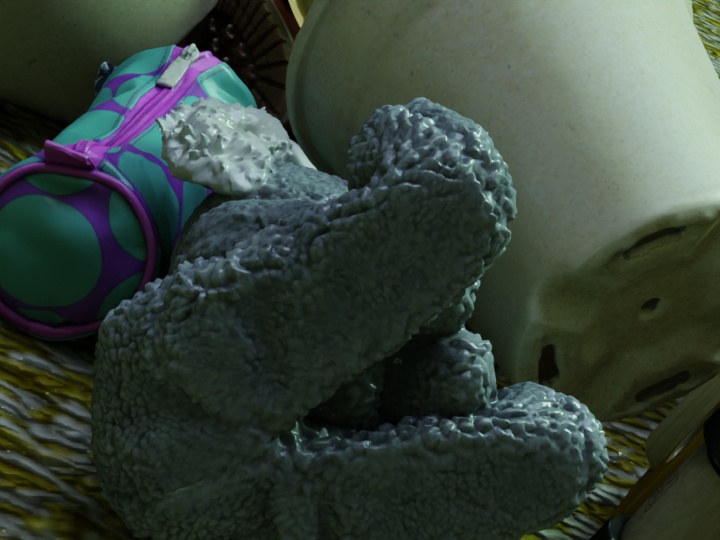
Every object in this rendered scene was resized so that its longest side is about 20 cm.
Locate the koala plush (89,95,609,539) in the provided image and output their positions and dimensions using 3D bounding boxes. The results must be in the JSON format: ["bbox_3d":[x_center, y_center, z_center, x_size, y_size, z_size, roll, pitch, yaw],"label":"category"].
[{"bbox_3d":[-0.027,0.016,0.924,0.183,0.178,0.200,-22,25,-2],"label":"koala plush"}]

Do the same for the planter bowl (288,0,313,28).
[{"bbox_3d":[0.065,-0.153,1.164,0.200,0.083,0.201,18,50,-22],"label":"planter bowl"}]

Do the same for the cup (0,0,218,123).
[{"bbox_3d":[-0.155,-0.162,1.186,0.143,0.200,0.200,49,18,-10],"label":"cup"}]

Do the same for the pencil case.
[{"bbox_3d":[-0.108,-0.042,1.051,0.085,0.093,0.200,16,23,4],"label":"pencil case"}]

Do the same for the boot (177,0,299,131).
[{"bbox_3d":[-0.042,-0.119,1.254,0.107,0.075,0.200,15,17,-24],"label":"boot"}]

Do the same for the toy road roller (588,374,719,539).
[{"bbox_3d":[0.190,0.119,1.001,0.146,0.123,0.200,42,24,2],"label":"toy road roller"}]

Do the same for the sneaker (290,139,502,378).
[{"bbox_3d":[0.000,0.000,1.130,0.099,0.071,0.200,21,17,-43],"label":"sneaker"}]

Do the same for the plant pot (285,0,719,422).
[{"bbox_3d":[0.092,-0.043,1.011,0.200,0.201,0.184,8,40,-38],"label":"plant pot"}]

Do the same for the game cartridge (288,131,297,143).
[{"bbox_3d":[-0.018,-0.050,1.264,0.200,0.038,0.130,33,18,17],"label":"game cartridge"}]
